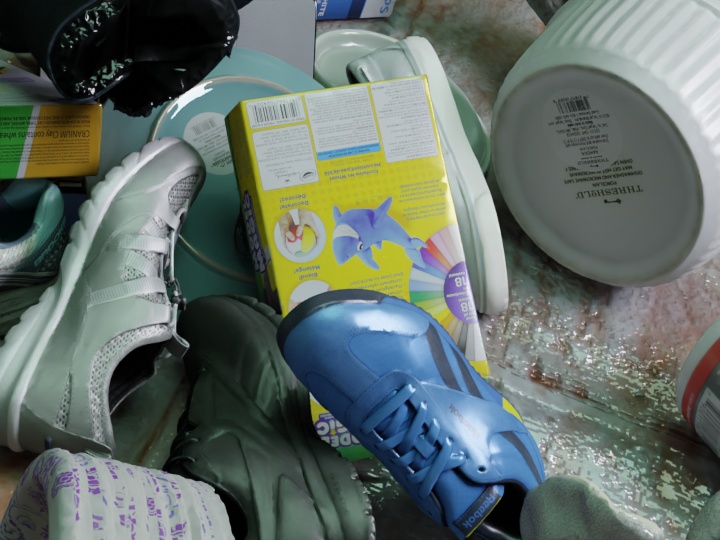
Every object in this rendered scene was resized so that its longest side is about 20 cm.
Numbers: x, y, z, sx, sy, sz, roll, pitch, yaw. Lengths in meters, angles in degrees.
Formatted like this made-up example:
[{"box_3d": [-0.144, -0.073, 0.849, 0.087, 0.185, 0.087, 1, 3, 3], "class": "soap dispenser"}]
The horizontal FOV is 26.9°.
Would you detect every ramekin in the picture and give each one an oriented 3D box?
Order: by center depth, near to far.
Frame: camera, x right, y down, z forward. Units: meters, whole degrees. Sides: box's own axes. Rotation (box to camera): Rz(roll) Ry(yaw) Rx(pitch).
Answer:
[{"box_3d": [0.179, -0.084, 0.997, 0.199, 0.202, 0.105, 35, 48, 19], "class": "ramekin"}]

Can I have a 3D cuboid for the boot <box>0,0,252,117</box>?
[{"box_3d": [-0.104, -0.149, 0.843, 0.198, 0.077, 0.168, -18, 28, -26], "class": "boot"}]

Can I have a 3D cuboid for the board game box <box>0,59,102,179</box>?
[{"box_3d": [-0.254, -0.092, 0.852, 0.151, 0.041, 0.199, -5, 18, -32], "class": "board game box"}]

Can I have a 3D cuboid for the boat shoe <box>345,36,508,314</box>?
[{"box_3d": [0.041, -0.060, 0.979, 0.068, 0.072, 0.202, -16, 74, -6], "class": "boat shoe"}]

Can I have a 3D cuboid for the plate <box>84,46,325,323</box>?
[{"box_3d": [-0.066, -0.051, 0.903, 0.198, 0.026, 0.203, 10, 64, -22], "class": "plate"}]

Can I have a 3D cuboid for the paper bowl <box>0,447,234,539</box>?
[{"box_3d": [-0.087, 0.171, 0.532, 0.103, 0.202, 0.202, 14, 36, -19], "class": "paper bowl"}]

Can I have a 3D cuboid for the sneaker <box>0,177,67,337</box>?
[{"box_3d": [-0.237, -0.003, 0.779, 0.077, 0.087, 0.199, 39, 40, 24], "class": "sneaker"}]

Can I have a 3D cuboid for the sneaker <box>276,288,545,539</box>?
[{"box_3d": [0.036, 0.081, 0.754, 0.200, 0.066, 0.079, 41, 21, -39], "class": "sneaker"}]

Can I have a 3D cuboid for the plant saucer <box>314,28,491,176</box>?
[{"box_3d": [0.007, -0.124, 1.082, 0.197, 0.051, 0.201, 14, 37, -10], "class": "plant saucer"}]

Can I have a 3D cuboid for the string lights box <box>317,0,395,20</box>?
[{"box_3d": [-0.072, -0.246, 1.191, 0.198, 0.059, 0.103, -10, 45, -35], "class": "string lights box"}]

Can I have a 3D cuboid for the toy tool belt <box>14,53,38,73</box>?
[{"box_3d": [-0.157, -0.180, 1.039, 0.123, 0.125, 0.201, 39, 31, -22], "class": "toy tool belt"}]

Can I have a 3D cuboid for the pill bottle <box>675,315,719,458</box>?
[{"box_3d": [0.284, 0.108, 0.862, 0.115, 0.117, 0.200, -10, 46, -35], "class": "pill bottle"}]

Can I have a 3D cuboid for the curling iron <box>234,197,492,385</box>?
[{"box_3d": [0.005, 0.020, 0.878, 0.199, 0.026, 0.050, 39, 69, -9], "class": "curling iron"}]

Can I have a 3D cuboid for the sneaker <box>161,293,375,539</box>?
[{"box_3d": [-0.064, 0.086, 0.764, 0.090, 0.077, 0.201, -8, 43, -24], "class": "sneaker"}]

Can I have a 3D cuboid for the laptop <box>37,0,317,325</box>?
[{"box_3d": [-0.095, -0.075, 0.920, 0.185, 0.203, 0.116, 0, 6, -26], "class": "laptop"}]

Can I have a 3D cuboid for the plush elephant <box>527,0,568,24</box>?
[{"box_3d": [0.200, -0.176, 1.154, 0.162, 0.201, 0.157, 0, 62, -5], "class": "plush elephant"}]

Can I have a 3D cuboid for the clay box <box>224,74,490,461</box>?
[{"box_3d": [0.000, 0.000, 0.839, 0.113, 0.048, 0.203, -10, 87, -19], "class": "clay box"}]

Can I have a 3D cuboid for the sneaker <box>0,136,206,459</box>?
[{"box_3d": [-0.122, 0.019, 0.795, 0.081, 0.075, 0.202, 22, 61, 6], "class": "sneaker"}]

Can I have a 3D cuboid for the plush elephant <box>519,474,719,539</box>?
[{"box_3d": [0.156, 0.171, 0.712, 0.153, 0.167, 0.199, -3, -13, 29], "class": "plush elephant"}]
